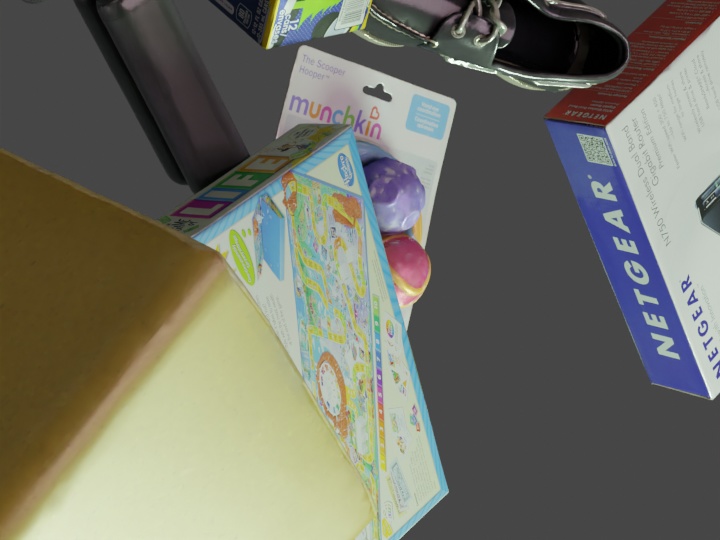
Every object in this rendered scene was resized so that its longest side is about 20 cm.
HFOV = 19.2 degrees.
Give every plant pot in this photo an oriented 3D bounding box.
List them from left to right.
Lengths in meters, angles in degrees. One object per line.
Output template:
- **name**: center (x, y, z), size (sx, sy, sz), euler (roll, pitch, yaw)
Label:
- **plant pot**: center (-0.147, 0.087, 0.802), size (0.200, 0.194, 0.196), euler (-53, 146, -19)

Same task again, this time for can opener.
- **can opener**: center (-0.113, -0.111, 0.939), size (0.066, 0.053, 0.200), euler (-39, 125, -11)

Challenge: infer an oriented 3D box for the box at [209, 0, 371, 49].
- **box**: center (-0.017, -0.201, 0.937), size (0.064, 0.070, 0.200), euler (-16, 137, -39)

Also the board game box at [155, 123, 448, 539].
- **board game box**: center (-0.031, 0.050, 0.980), size (0.134, 0.034, 0.200), euler (-38, 122, -43)

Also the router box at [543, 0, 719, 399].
- **router box**: center (0.209, -0.058, 1.238), size (0.179, 0.049, 0.200), euler (-44, 125, -27)

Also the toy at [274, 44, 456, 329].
- **toy**: center (0.000, 0.000, 1.063), size (0.115, 0.047, 0.200), euler (15, 89, -44)

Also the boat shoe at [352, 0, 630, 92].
- **boat shoe**: center (0.060, -0.137, 1.077), size (0.200, 0.063, 0.073), euler (17, 88, -43)
